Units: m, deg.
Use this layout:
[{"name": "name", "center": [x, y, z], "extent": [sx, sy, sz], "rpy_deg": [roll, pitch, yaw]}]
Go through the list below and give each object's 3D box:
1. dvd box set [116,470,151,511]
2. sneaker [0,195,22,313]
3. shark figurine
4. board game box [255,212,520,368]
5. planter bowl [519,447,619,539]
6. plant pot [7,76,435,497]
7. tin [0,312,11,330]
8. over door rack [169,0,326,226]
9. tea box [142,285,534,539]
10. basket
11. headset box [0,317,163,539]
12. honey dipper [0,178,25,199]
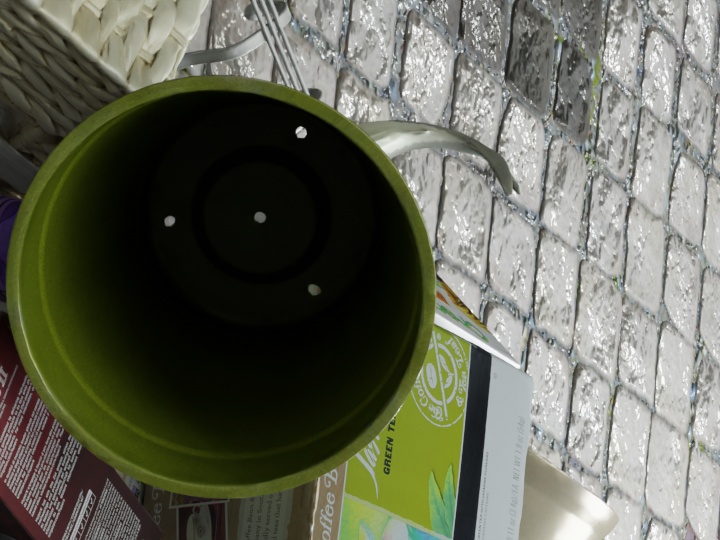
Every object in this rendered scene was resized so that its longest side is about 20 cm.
[{"name": "dvd box set", "center": [-0.120, 0.174, 1.631], "extent": [0.200, 0.029, 0.146], "rpy_deg": [53, 42, -46]}, {"name": "sneaker", "center": [-0.152, 0.003, 1.538], "extent": [0.200, 0.083, 0.081], "rpy_deg": [12, 87, -58]}, {"name": "shark figurine", "center": [-0.006, -0.057, 1.875], "extent": [0.128, 0.214, 0.090], "rpy_deg": [61, -16, 12]}, {"name": "board game box", "center": [0.000, 0.000, 1.727], "extent": [0.035, 0.126, 0.200], "rpy_deg": [-50, 137, 9]}, {"name": "planter bowl", "center": [0.051, 0.167, 1.885], "extent": [0.135, 0.200, 0.200], "rpy_deg": [-58, 143, -8]}, {"name": "plant pot", "center": [-0.059, -0.011, 1.422], "extent": [0.193, 0.200, 0.201], "rpy_deg": [-74, 154, -77]}, {"name": "tin", "center": [-0.160, 0.104, 1.637], "extent": [0.200, 0.042, 0.112], "rpy_deg": [57, 36, -43]}, {"name": "over door rack", "center": [-0.114, -0.106, 1.727], "extent": [0.200, 0.067, 0.148], "rpy_deg": [-48, 129, -35]}, {"name": "tea box", "center": [-0.014, 0.132, 1.639], "extent": [0.197, 0.134, 0.200], "rpy_deg": [27, 62, -46]}, {"name": "basket", "center": [-0.158, -0.166, 1.544], "extent": [0.136, 0.123, 0.200], "rpy_deg": [41, 50, -28]}, {"name": "headset box", "center": [-0.213, 0.103, 1.420], "extent": [0.200, 0.149, 0.077], "rpy_deg": [58, 38, -43]}, {"name": "honey dipper", "center": [-0.215, 0.012, 1.547], "extent": [0.038, 0.038, 0.200], "rpy_deg": [54, 45, -45]}]
